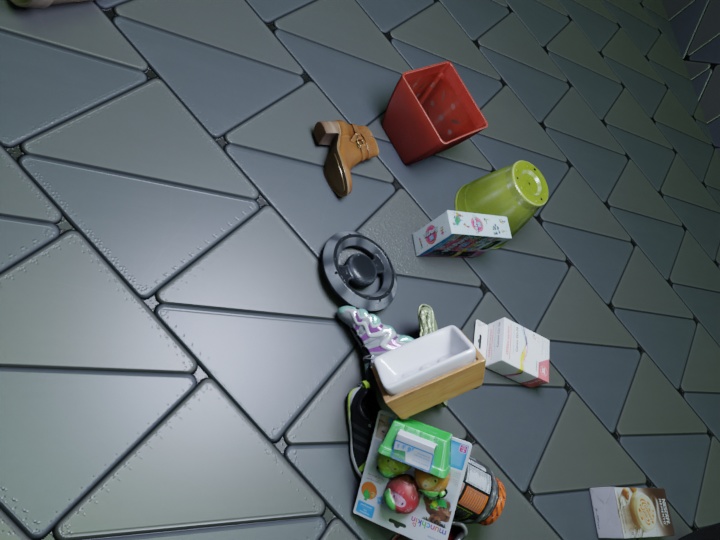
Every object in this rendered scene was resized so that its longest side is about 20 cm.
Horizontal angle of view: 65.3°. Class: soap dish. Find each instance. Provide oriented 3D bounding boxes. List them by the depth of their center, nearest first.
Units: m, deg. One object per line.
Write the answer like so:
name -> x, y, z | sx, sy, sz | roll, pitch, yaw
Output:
soap dish -> 0.129, 0.193, 1.072 | 0.197, 0.157, 0.083 | -22, 106, -3

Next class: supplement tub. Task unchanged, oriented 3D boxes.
supplement tub -> 0.189, 0.428, 1.137 | 0.198, 0.122, 0.124 | 33, 55, -16

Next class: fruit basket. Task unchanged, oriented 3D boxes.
fruit basket -> 0.090, 0.380, 1.020 | 0.182, 0.094, 0.204 | 16, 86, 19

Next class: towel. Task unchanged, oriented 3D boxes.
towel -> 0.160, 0.188, 1.230 | 0.036, 0.149, 0.204 | -10, 65, 10

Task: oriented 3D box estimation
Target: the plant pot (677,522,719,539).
plant pot -> 0.892, 0.770, 1.400 | 0.198, 0.177, 0.202 | -34, 87, -38

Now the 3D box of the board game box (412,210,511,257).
board game box -> 0.251, -0.086, 1.395 | 0.197, 0.147, 0.066 | 2, 70, -31

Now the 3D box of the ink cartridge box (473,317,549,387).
ink cartridge box -> 0.376, 0.198, 1.395 | 0.197, 0.067, 0.118 | 25, 57, -21

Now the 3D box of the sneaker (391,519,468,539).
sneaker -> 0.128, 0.528, 1.078 | 0.198, 0.082, 0.078 | -18, 79, -37

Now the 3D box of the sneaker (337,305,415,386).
sneaker -> 0.016, 0.172, 1.175 | 0.197, 0.078, 0.141 | 28, 74, 5

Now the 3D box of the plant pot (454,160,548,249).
plant pot -> 0.388, -0.188, 1.500 | 0.197, 0.192, 0.204 | 13, 63, -27

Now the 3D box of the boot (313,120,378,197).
boot -> -0.016, -0.275, 1.358 | 0.153, 0.073, 0.204 | -7, 76, -39

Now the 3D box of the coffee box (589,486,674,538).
coffee box -> 0.676, 0.601, 1.398 | 0.197, 0.080, 0.117 | 11, 63, -28

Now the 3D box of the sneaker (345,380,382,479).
sneaker -> 0.018, 0.321, 1.101 | 0.071, 0.083, 0.204 | -6, 72, -33

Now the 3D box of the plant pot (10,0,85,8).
plant pot -> -0.579, -0.609, 1.089 | 0.172, 0.199, 0.202 | -21, 80, -53

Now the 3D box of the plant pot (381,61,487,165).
plant pot -> 0.172, -0.391, 1.463 | 0.198, 0.176, 0.202 | -28, 86, -38

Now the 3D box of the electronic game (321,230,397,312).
electronic game -> 0.000, 0.000, 1.260 | 0.197, 0.042, 0.203 | 19, 52, -26
